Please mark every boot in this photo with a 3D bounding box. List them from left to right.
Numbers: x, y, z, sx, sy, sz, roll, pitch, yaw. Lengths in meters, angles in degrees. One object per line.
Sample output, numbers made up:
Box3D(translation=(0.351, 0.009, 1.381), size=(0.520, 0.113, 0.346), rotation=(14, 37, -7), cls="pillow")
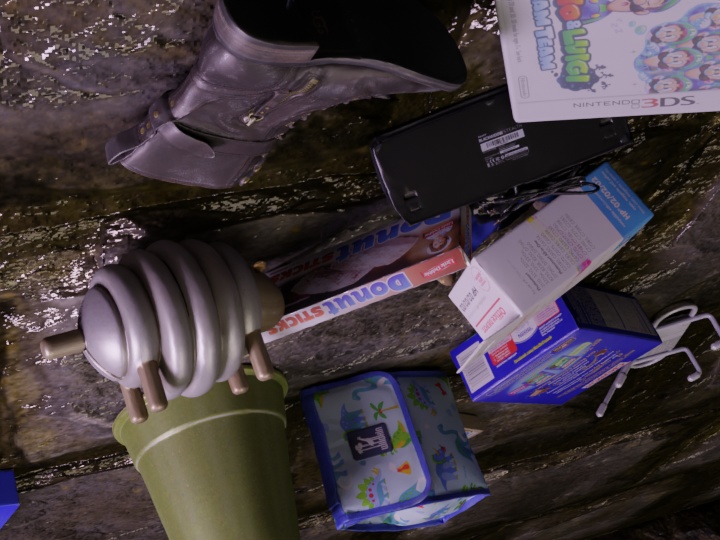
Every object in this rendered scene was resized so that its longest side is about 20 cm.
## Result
Box3D(translation=(-0.049, -0.111, 0.673), size=(0.200, 0.069, 0.174), rotation=(3, 151, -32), cls="boot")

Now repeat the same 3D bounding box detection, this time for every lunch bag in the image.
Box3D(translation=(0.032, 0.214, 1.214), size=(0.200, 0.170, 0.127), rotation=(3, 146, -36), cls="lunch bag")

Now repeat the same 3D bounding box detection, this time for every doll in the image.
Box3D(translation=(0.124, -0.064, 0.891), size=(0.136, 0.049, 0.200), rotation=(9, 138, -46), cls="doll")

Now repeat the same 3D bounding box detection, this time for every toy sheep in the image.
Box3D(translation=(-0.148, 0.042, 0.799), size=(0.200, 0.138, 0.138), rotation=(-13, 154, -36), cls="toy sheep")

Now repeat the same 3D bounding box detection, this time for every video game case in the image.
Box3D(translation=(0.183, -0.167, 0.674), size=(0.182, 0.024, 0.200), rotation=(-1, 152, 14), cls="video game case")

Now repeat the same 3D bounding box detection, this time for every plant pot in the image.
Box3D(translation=(-0.148, 0.232, 1.098), size=(0.200, 0.190, 0.200), rotation=(-16, 154, -8), cls="plant pot")

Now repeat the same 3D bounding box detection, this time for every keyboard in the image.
Box3D(translation=(0.113, -0.093, 0.812), size=(0.200, 0.104, 0.040), rotation=(-20, -165, 0), cls="keyboard")

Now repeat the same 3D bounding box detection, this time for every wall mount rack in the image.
Box3D(translation=(0.407, 0.127, 1.427), size=(0.173, 0.075, 0.200), rotation=(-16, 153, -9), cls="wall mount rack")

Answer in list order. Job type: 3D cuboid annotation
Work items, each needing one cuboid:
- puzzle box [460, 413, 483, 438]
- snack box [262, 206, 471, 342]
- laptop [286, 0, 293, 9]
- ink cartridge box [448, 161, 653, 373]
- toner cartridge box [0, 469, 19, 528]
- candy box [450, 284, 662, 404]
Box3D(translation=(0.065, 0.261, 1.491), size=(0.200, 0.025, 0.133), rotation=(-35, 150, 26), cls="puzzle box")
Box3D(translation=(0.000, 0.000, 0.861), size=(0.200, 0.072, 0.024), rotation=(-22, 124, 22), cls="snack box")
Box3D(translation=(0.063, -0.228, 0.458), size=(0.200, 0.116, 0.187), rotation=(-8, 152, -23), cls="laptop")
Box3D(translation=(0.153, -0.001, 0.921), size=(0.200, 0.068, 0.115), rotation=(-35, 168, -16), cls="ink cartridge box")
Box3D(translation=(-0.459, 0.286, 1.140), size=(0.095, 0.043, 0.200), rotation=(4, 144, -38), cls="toner cartridge box")
Box3D(translation=(0.238, 0.092, 1.238), size=(0.200, 0.077, 0.169), rotation=(12, 138, -46), cls="candy box")
